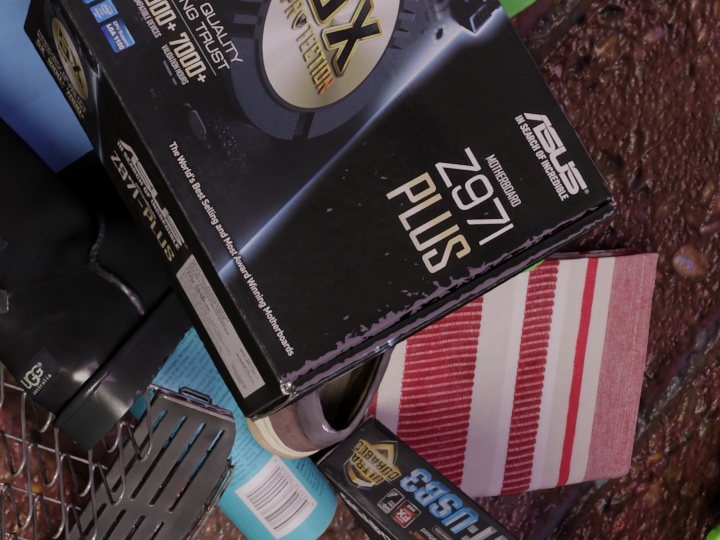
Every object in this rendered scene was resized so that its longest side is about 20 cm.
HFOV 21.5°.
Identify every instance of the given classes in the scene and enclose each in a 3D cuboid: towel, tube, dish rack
[{"bbox_3d":[0.082,0.061,1.088,0.200,0.023,0.144,-3,106,-33],"label":"towel"},{"bbox_3d":[-0.084,0.063,0.957,0.200,0.050,0.077,55,51,-28],"label":"tube"},{"bbox_3d":[-0.159,0.100,0.863,0.200,0.055,0.153,21,118,-27],"label":"dish rack"}]

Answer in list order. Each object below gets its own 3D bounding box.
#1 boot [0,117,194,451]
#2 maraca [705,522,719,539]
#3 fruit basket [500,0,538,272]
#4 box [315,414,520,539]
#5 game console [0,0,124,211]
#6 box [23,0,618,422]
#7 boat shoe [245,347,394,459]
[{"bbox_3d":[-0.138,-0.026,0.830,0.162,0.073,0.198,43,33,-7],"label":"boot"},{"bbox_3d":[0.284,0.192,1.209,0.137,0.107,0.200,-39,121,-20],"label":"maraca"},{"bbox_3d":[0.019,-0.089,0.919,0.215,0.155,0.216,0,89,-27],"label":"fruit basket"},{"bbox_3d":[0.082,0.191,0.999,0.050,0.200,0.199,-43,129,-10],"label":"box"},{"bbox_3d":[-0.192,-0.078,0.853,0.177,0.031,0.200,-37,120,-23],"label":"game console"},{"bbox_3d":[-0.019,-0.064,0.789,0.164,0.086,0.200,-28,87,-18],"label":"box"},{"bbox_3d":[0.000,0.000,0.966,0.072,0.065,0.200,31,68,-33],"label":"boat shoe"}]
